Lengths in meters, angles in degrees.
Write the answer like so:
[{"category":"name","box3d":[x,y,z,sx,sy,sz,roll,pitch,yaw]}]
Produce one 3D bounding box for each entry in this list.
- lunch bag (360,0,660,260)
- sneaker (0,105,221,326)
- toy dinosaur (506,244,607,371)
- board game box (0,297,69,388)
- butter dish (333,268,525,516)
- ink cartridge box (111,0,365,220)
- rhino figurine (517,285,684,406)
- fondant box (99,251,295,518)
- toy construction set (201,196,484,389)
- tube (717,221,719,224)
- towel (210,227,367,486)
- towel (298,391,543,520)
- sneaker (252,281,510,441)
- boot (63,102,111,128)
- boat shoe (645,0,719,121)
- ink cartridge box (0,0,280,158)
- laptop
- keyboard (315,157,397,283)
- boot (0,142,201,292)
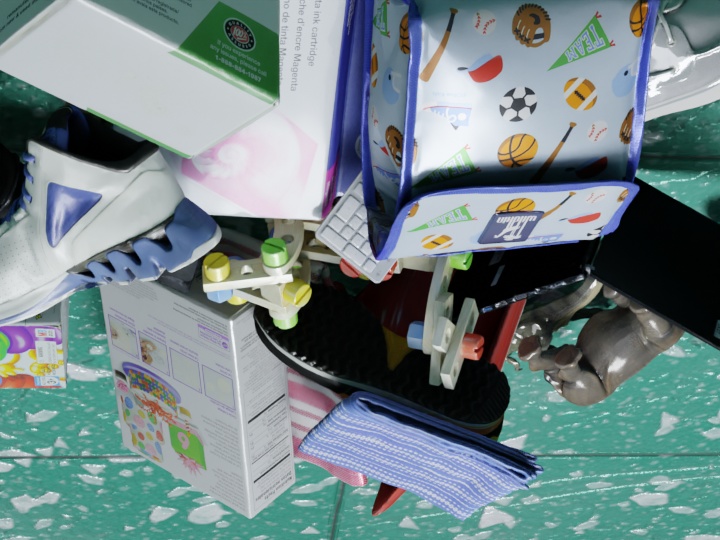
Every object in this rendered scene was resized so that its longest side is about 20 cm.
[{"category":"lunch bag","box3d":[0.090,-0.098,1.233,0.169,0.124,0.201,-5,125,-14]},{"category":"sneaker","box3d":[-0.196,-0.042,1.245,0.199,0.081,0.116,-17,107,20]},{"category":"toy dinosaur","box3d":[0.162,0.048,1.629,0.088,0.048,0.200,29,133,-31]},{"category":"board game box","box3d":[-0.326,0.023,1.481,0.199,0.105,0.103,1,148,-6]},{"category":"butter dish","box3d":[0.028,0.059,1.535,0.147,0.200,0.200,29,139,-6]},{"category":"ink cartridge box","box3d":[-0.060,-0.127,1.253,0.199,0.043,0.197,2,121,-7]},{"category":"rhino figurine","box3d":[0.230,0.039,1.575,0.200,0.060,0.087,-35,139,6]},{"category":"fondant box","box3d":[-0.127,0.077,1.502,0.144,0.058,0.201,25,134,32]},{"category":"toy construction set","box3d":[0.000,0.000,1.343,0.199,0.131,0.092,21,135,9]},{"category":"tube","box3d":[0.368,-0.046,1.497,0.199,0.051,0.077,-21,149,10]},{"category":"towel","box3d":[-0.062,0.066,1.495,0.146,0.030,0.201,15,128,42]},{"category":"towel","box3d":[0.038,0.137,1.385,0.144,0.024,0.200,22,161,-6]},{"category":"sneaker","box3d":[0.010,0.082,1.396,0.199,0.070,0.090,23,143,13]},{"category":"boot","box3d":[-0.110,-0.088,1.360,0.199,0.075,0.107,-1,157,0]},{"category":"boat shoe","box3d":[0.197,-0.150,1.300,0.199,0.072,0.068,-17,146,37]},{"category":"ink cartridge box","box3d":[-0.122,-0.186,1.078,0.146,0.201,0.083,25,142,-36]},{"category":"laptop","box3d":[0.175,0.011,1.422,0.199,0.177,0.104,-20,108,25]},{"category":"keyboard","box3d":[0.050,-0.087,1.293,0.056,0.200,0.011,38,178,-20]},{"category":"boot","box3d":[-0.201,-0.044,1.337,0.199,0.066,0.165,24,176,-5]}]
